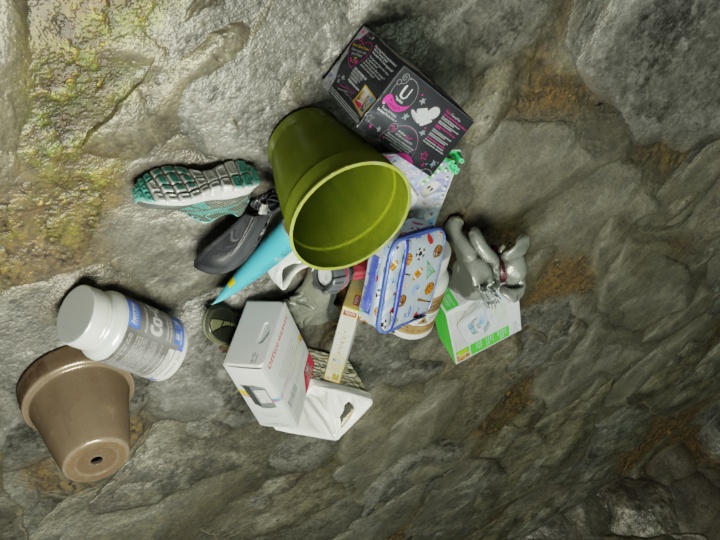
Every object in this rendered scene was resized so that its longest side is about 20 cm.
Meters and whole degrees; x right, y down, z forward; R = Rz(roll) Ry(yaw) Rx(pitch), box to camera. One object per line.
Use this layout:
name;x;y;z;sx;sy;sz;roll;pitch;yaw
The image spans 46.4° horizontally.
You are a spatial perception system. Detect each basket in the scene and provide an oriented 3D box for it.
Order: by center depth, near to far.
basket;-0.094;0.252;1.737;0.136;0.124;0.198;-47;140;19

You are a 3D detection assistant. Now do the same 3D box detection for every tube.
tube;-0.175;-0.009;1.426;0.199;0.051;0.077;-41;174;28

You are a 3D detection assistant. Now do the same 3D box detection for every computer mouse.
computer mouse;-0.188;-0.052;1.363;0.199;0.053;0.138;-40;178;17

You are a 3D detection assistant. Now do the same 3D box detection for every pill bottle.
pill bottle;-0.387;0.101;1.372;0.114;0.115;0.199;-42;142;13
pill bottle;0.112;0.028;1.651;0.112;0.115;0.203;-11;137;-26

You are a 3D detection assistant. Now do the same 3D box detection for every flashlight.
flashlight;0.000;0.000;1.503;0.198;0.068;0.068;-6;144;-46

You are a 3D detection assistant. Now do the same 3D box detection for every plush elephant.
plush elephant;0.260;-0.013;1.661;0.152;0.200;0.167;-16;133;-26

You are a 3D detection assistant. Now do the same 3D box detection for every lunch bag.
lunch bag;0.070;0.013;1.490;0.158;0.075;0.204;-18;126;-44

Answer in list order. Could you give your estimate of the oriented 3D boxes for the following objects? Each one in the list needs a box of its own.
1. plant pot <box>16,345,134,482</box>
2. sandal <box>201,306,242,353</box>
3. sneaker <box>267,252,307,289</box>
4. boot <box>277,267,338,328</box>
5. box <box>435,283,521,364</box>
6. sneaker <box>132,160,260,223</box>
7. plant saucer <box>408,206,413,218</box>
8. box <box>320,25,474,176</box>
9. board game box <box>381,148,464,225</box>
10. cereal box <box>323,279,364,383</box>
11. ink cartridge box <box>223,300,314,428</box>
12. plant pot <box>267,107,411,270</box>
plant pot;-0.468;0.253;1.429;0.196;0.176;0.203;-19;139;-17
sandal;-0.240;0.116;1.541;0.056;0.082;0.201;-4;154;23
sneaker;-0.092;-0.054;1.437;0.074;0.089;0.201;13;123;-41
boot;-0.112;0.050;1.557;0.128;0.068;0.202;-19;140;-10
box;0.250;0.078;1.821;0.174;0.097;0.202;-25;141;-6
sneaker;-0.250;-0.106;1.282;0.196;0.078;0.092;-7;140;-28
plant saucer;0.025;-0.092;1.524;0.197;0.037;0.203;-20;141;-16
box;0.059;-0.259;1.289;0.115;0.133;0.199;-48;140;14
board game box;0.074;-0.119;1.478;0.196;0.026;0.202;-8;136;-29
cereal box;-0.022;0.097;1.615;0.039;0.145;0.202;17;131;1
ink cartridge box;-0.162;0.173;1.541;0.084;0.150;0.202;0;139;20
plant pot;-0.052;-0.142;1.284;0.197;0.194;0.203;-20;141;-16
